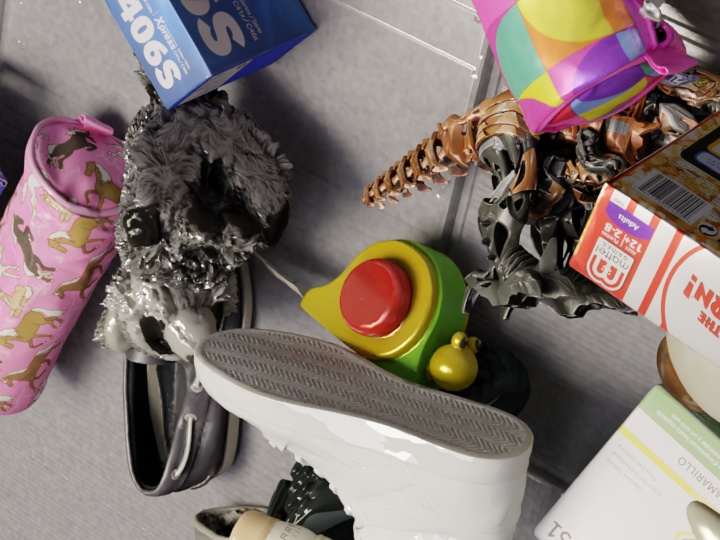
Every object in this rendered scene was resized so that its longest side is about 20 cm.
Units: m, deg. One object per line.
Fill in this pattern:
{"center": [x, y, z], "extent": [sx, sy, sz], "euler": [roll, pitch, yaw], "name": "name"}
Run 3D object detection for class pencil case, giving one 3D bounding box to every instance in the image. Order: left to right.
{"center": [-0.196, -0.002, 1.260], "extent": [0.087, 0.082, 0.200], "euler": [53, 133, 22], "name": "pencil case"}
{"center": [0.082, -0.161, 0.954], "extent": [0.088, 0.088, 0.201], "euler": [-35, 75, 41], "name": "pencil case"}

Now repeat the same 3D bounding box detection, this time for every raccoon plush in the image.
{"center": [-0.099, -0.045, 1.164], "extent": [0.096, 0.201, 0.134], "euler": [12, 146, -16], "name": "raccoon plush"}

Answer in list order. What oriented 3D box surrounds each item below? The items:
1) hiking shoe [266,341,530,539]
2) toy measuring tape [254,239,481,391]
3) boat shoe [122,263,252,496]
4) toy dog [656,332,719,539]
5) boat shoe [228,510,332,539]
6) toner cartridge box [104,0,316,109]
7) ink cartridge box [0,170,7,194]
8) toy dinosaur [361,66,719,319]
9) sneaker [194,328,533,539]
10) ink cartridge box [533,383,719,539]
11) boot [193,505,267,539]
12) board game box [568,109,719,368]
{"center": [0.033, 0.112, 1.159], "extent": [0.087, 0.075, 0.200], "euler": [36, 126, -20], "name": "hiking shoe"}
{"center": [0.000, 0.000, 1.133], "extent": [0.200, 0.073, 0.074], "euler": [39, 130, 38], "name": "toy measuring tape"}
{"center": [-0.110, 0.043, 1.228], "extent": [0.072, 0.063, 0.201], "euler": [17, 118, 34], "name": "boat shoe"}
{"center": [0.208, 0.073, 0.930], "extent": [0.140, 0.192, 0.201], "euler": [99, 156, -46], "name": "toy dog"}
{"center": [-0.068, 0.190, 1.164], "extent": [0.069, 0.074, 0.200], "euler": [33, 140, 2], "name": "boat shoe"}
{"center": [-0.112, -0.193, 1.104], "extent": [0.043, 0.095, 0.201], "euler": [-30, 91, 40], "name": "toner cartridge box"}
{"center": [-0.291, -0.038, 1.257], "extent": [0.201, 0.076, 0.137], "euler": [-59, 35, 15], "name": "ink cartridge box"}
{"center": [0.096, -0.047, 1.029], "extent": [0.199, 0.102, 0.137], "euler": [-12, 78, 53], "name": "toy dinosaur"}
{"center": [-0.007, 0.109, 1.078], "extent": [0.199, 0.074, 0.116], "euler": [21, 123, 30], "name": "sneaker"}
{"center": [0.146, 0.178, 1.058], "extent": [0.145, 0.048, 0.200], "euler": [42, 104, 14], "name": "ink cartridge box"}
{"center": [-0.078, 0.246, 1.290], "extent": [0.181, 0.073, 0.201], "euler": [-5, 111, 31], "name": "boot"}
{"center": [0.203, -0.012, 0.875], "extent": [0.151, 0.200, 0.047], "euler": [36, 128, 20], "name": "board game box"}
